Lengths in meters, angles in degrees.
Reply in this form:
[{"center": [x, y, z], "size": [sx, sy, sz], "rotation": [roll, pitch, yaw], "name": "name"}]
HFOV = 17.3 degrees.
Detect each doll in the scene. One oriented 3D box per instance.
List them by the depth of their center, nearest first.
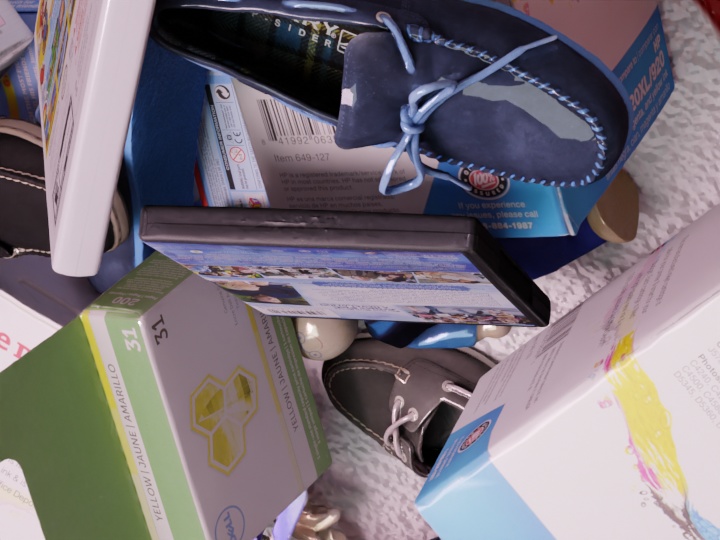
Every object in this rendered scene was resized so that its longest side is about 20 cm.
[{"center": [0.034, -0.010, 1.151], "size": [0.136, 0.049, 0.200], "rotation": [39, 133, -25], "name": "doll"}]

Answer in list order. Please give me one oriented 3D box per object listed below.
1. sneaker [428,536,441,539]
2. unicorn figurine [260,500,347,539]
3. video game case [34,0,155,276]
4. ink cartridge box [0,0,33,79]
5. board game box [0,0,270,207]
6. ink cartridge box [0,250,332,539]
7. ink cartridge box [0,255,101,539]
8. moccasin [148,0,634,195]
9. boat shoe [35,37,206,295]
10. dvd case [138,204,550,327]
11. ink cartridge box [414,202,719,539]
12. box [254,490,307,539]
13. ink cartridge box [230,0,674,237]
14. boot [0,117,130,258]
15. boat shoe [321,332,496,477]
[{"center": [0.008, 0.178, 1.212], "size": [0.199, 0.081, 0.147], "rotation": [-10, 159, -3], "name": "sneaker"}, {"center": [-0.092, 0.162, 1.348], "size": [0.137, 0.074, 0.200], "rotation": [40, 116, 5], "name": "unicorn figurine"}, {"center": [-0.107, -0.131, 0.977], "size": [0.023, 0.182, 0.201], "rotation": [5, 127, -15], "name": "video game case"}, {"center": [-0.271, -0.152, 1.214], "size": [0.200, 0.057, 0.162], "rotation": [51, 139, -2], "name": "ink cartridge box"}, {"center": [-0.127, -0.072, 1.223], "size": [0.199, 0.037, 0.152], "rotation": [3, 121, 28], "name": "board game box"}, {"center": [-0.101, 0.082, 1.127], "size": [0.048, 0.200, 0.146], "rotation": [4, 120, 35], "name": "ink cartridge box"}, {"center": [-0.180, 0.096, 1.244], "size": [0.147, 0.086, 0.201], "rotation": [30, 112, 18], "name": "ink cartridge box"}, {"center": [0.006, -0.070, 0.930], "size": [0.199, 0.068, 0.081], "rotation": [18, 127, 19], "name": "moccasin"}, {"center": [-0.123, -0.062, 1.150], "size": [0.068, 0.084, 0.201], "rotation": [23, 126, 20], "name": "boat shoe"}, {"center": [0.000, 0.000, 1.041], "size": [0.142, 0.200, 0.018], "rotation": [2, 80, 14], "name": "dvd case"}, {"center": [0.156, 0.075, 1.050], "size": [0.200, 0.147, 0.146], "rotation": [-38, 97, 25], "name": "ink cartridge box"}, {"center": [-0.116, 0.097, 1.288], "size": [0.199, 0.041, 0.120], "rotation": [30, 107, 17], "name": "box"}, {"center": [0.030, -0.134, 1.016], "size": [0.146, 0.145, 0.201], "rotation": [0, 121, 30], "name": "ink cartridge box"}, {"center": [-0.221, -0.010, 1.121], "size": [0.199, 0.151, 0.074], "rotation": [16, 136, 32], "name": "boot"}, {"center": [0.063, 0.088, 1.206], "size": [0.199, 0.057, 0.067], "rotation": [21, 129, 17], "name": "boat shoe"}]
